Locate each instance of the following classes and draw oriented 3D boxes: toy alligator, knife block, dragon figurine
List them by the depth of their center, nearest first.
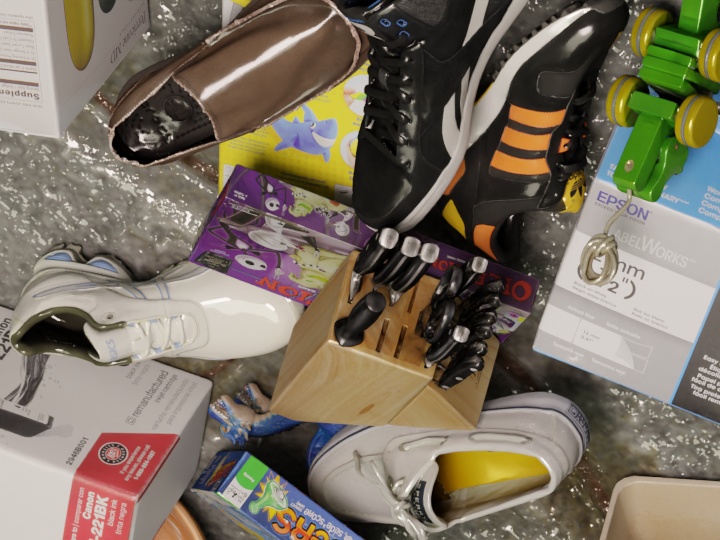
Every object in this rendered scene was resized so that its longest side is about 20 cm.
[{"bbox_3d":[0.176,-0.082,1.582,0.059,0.054,0.201,20,91,34],"label":"toy alligator"},{"bbox_3d":[0.000,0.031,1.654,0.199,0.064,0.176,2,153,33],"label":"knife block"},{"bbox_3d":[0.001,0.110,1.810,0.200,0.059,0.100,27,127,4],"label":"dragon figurine"}]

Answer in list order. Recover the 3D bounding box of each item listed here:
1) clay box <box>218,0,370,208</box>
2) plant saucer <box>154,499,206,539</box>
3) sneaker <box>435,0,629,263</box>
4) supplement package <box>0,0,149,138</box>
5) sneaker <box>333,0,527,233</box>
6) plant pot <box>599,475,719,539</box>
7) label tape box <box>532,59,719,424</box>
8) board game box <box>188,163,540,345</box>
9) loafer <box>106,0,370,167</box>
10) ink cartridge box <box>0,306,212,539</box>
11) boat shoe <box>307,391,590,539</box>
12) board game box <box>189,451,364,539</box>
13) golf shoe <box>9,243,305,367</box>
[{"bbox_3d":[-0.026,-0.111,1.684,0.115,0.048,0.201,12,124,12],"label":"clay box"},{"bbox_3d":[-0.189,0.230,1.921,0.199,0.037,0.201,-1,87,16],"label":"plant saucer"},{"bbox_3d":[0.113,-0.083,1.621,0.090,0.070,0.200,49,133,7],"label":"sneaker"},{"bbox_3d":[-0.225,-0.209,1.634,0.150,0.152,0.201,9,124,16],"label":"supplement package"},{"bbox_3d":[0.016,-0.119,1.562,0.073,0.112,0.201,37,110,40],"label":"sneaker"},{"bbox_3d":[0.251,0.268,1.742,0.199,0.200,0.177,2,135,20],"label":"plant pot"},{"bbox_3d":[0.201,-0.016,1.645,0.143,0.066,0.200,22,128,7],"label":"label tape box"},{"bbox_3d":[0.000,0.000,1.701,0.199,0.032,0.120,21,161,-7],"label":"board game box"},{"bbox_3d":[-0.071,-0.108,1.628,0.200,0.071,0.073,-30,107,32],"label":"loafer"},{"bbox_3d":[-0.219,0.110,1.844,0.199,0.144,0.084,18,125,9],"label":"ink cartridge box"},{"bbox_3d":[0.044,0.135,1.716,0.201,0.086,0.075,-11,116,30],"label":"boat shoe"},{"bbox_3d":[-0.041,0.171,1.801,0.135,0.035,0.200,37,172,-4],"label":"board game box"},{"bbox_3d":[-0.134,0.039,1.795,0.199,0.097,0.079,1,120,19],"label":"golf shoe"}]
